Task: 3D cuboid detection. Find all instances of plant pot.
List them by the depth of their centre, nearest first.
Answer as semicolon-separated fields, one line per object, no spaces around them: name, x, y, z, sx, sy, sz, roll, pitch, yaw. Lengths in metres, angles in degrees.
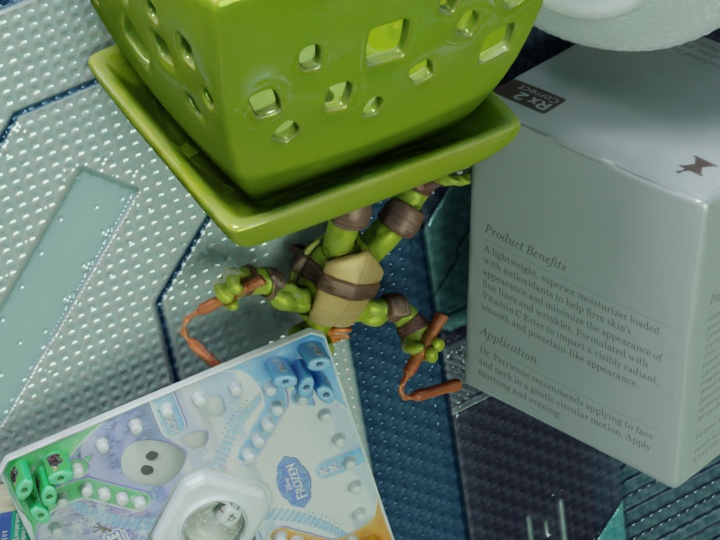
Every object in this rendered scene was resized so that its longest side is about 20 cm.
plant pot;-0.031;-0.138;1.157;0.199;0.200;0.182;-21;135;-22

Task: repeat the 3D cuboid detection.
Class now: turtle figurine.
turtle figurine;0.000;0.000;1.350;0.200;0.064;0.161;15;115;-31

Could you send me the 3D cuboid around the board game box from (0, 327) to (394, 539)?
board game box;-0.086;0.151;1.355;0.200;0.026;0.200;-23;127;-7

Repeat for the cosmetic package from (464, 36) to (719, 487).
cosmetic package;0.175;-0.016;1.366;0.165;0.165;0.200;-31;135;-39

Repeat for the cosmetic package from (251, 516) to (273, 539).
cosmetic package;-0.072;0.216;1.454;0.082;0.051;0.200;8;114;-38

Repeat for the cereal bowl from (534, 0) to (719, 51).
cereal bowl;0.127;-0.194;1.214;0.083;0.200;0.200;-61;148;-43

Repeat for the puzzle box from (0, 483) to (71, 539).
puzzle box;-0.205;0.213;1.380;0.133;0.025;0.200;-9;123;-30
